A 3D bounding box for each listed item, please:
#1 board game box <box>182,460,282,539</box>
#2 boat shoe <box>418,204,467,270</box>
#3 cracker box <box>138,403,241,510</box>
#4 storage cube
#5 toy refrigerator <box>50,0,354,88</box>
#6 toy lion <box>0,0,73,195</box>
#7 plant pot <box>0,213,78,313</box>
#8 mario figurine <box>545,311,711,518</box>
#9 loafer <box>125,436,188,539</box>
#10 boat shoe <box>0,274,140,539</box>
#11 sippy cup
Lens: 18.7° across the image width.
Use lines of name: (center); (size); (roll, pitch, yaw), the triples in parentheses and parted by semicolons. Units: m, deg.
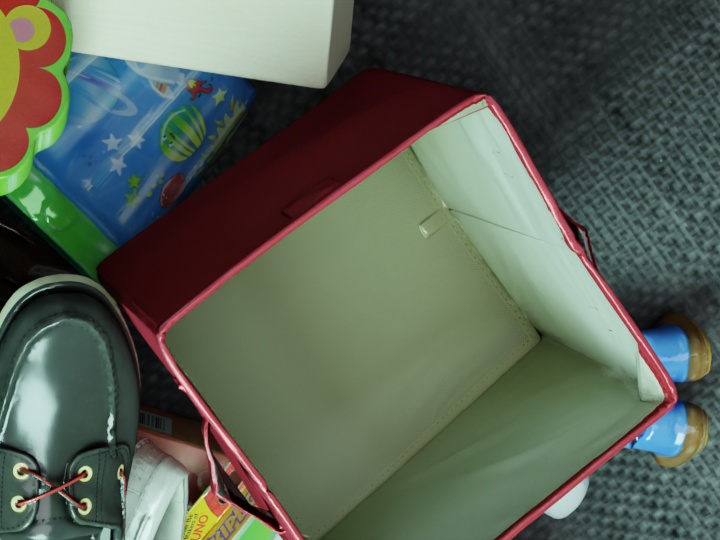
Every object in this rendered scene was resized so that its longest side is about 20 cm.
board game box: (-0.004, 0.153, 1.160); (0.200, 0.030, 0.096); (39, 91, -34)
boat shoe: (0.000, 0.000, 1.116); (0.090, 0.071, 0.201); (25, 73, 16)
cracker box: (-0.114, 0.182, 1.186); (0.133, 0.058, 0.201); (17, 99, -8)
storage cube: (0.003, 0.029, 0.998); (0.199, 0.180, 0.172); (-36, 106, -7)
toy refrigerator: (-0.103, -0.144, 1.023); (0.198, 0.070, 0.077); (8, 113, 7)
toy lion: (-0.228, -0.070, 0.953); (0.198, 0.069, 0.193); (7, 74, -9)
plant pot: (-0.231, 0.075, 1.070); (0.199, 0.200, 0.199); (30, 106, -9)
mario figurine: (0.082, 0.057, 1.182); (0.198, 0.124, 0.106); (5, 142, -13)
loafer: (-0.114, 0.171, 1.094); (0.069, 0.070, 0.201); (15, 126, 20)
boat shoe: (-0.135, 0.097, 0.982); (0.073, 0.063, 0.203); (1, 122, -14)
sippy cup: (-0.128, -0.075, 1.108); (0.130, 0.140, 0.178); (-46, 114, -6)
